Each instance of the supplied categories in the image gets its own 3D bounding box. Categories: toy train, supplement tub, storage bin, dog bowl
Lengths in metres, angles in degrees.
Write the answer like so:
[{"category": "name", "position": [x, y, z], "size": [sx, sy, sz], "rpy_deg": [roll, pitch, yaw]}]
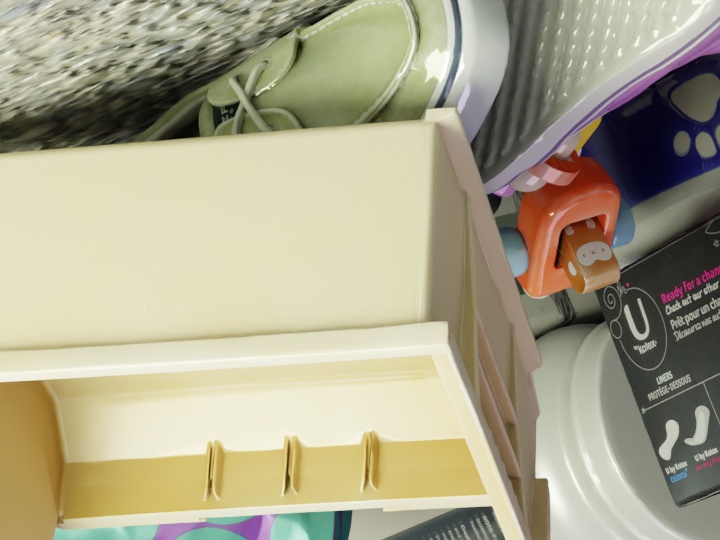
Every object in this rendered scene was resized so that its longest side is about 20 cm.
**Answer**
[{"category": "toy train", "position": [0.044, -0.016, 1.172], "size": [0.199, 0.056, 0.151], "rpy_deg": [-14, 140, -26]}, {"category": "supplement tub", "position": [0.094, 0.111, 1.445], "size": [0.140, 0.141, 0.200], "rpy_deg": [-12, 169, -47]}, {"category": "storage bin", "position": [-0.047, 0.042, 0.956], "size": [0.199, 0.094, 0.199], "rpy_deg": [-5, 147, 12]}, {"category": "dog bowl", "position": [0.197, -0.064, 1.365], "size": [0.199, 0.079, 0.200], "rpy_deg": [-19, 172, -3]}]

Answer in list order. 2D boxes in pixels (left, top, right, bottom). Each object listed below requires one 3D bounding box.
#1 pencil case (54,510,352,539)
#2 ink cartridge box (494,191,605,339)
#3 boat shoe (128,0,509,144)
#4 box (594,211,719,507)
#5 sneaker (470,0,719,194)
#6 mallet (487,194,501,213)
[{"category": "pencil case", "position": [-0.103, 0.119, 1.258], "size": [0.199, 0.093, 0.085], "rpy_deg": [6, -162, -4]}, {"category": "ink cartridge box", "position": [0.039, 0.014, 1.475], "size": [0.200, 0.084, 0.145], "rpy_deg": [-11, 168, -45]}, {"category": "boat shoe", "position": [-0.025, -0.044, 0.962], "size": [0.062, 0.072, 0.200], "rpy_deg": [7, 151, -35]}, {"category": "box", "position": [0.232, 0.015, 1.280], "size": [0.199, 0.115, 0.132], "rpy_deg": [-17, 171, -31]}, {"category": "sneaker", "position": [0.076, -0.076, 1.006], "size": [0.200, 0.073, 0.114], "rpy_deg": [-25, 174, 31]}, {"category": "mallet", "position": [0.000, 0.000, 1.247], "size": [0.066, 0.041, 0.200], "rpy_deg": [-31, -173, 35]}]
